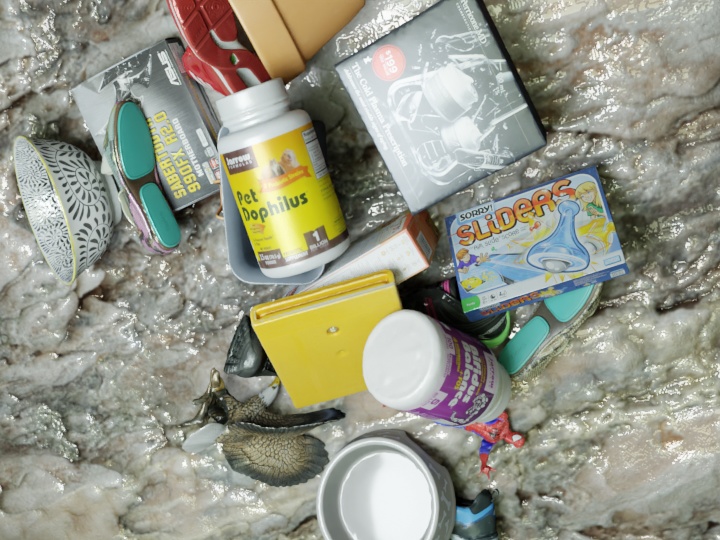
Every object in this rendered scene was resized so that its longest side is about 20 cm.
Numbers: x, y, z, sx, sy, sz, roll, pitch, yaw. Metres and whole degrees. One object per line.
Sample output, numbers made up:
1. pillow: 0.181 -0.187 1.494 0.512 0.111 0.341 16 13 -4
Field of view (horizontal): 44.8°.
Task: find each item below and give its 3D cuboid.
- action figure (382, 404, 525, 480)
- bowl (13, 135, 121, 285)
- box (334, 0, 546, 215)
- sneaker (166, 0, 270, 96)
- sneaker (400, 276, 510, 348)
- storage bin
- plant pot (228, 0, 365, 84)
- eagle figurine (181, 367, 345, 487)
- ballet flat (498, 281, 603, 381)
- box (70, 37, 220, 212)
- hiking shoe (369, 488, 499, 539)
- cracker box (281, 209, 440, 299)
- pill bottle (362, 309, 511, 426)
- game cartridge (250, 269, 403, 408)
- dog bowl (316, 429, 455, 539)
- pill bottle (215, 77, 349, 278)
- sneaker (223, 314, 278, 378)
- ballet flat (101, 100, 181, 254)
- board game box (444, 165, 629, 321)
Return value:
1. action figure: 0.126 0.204 1.165 0.197 0.099 0.066 20 112 3
2. bowl: -0.379 -0.092 1.165 0.200 0.093 0.203 37 138 42
3. box: 0.098 -0.203 1.038 0.180 0.104 0.202 -27 100 17
4. sneaker: -0.199 -0.278 1.053 0.114 0.079 0.201 18 150 39
5. sneaker: 0.097 0.042 1.129 0.196 0.077 0.085 7 117 -1
6. storage bin: -0.102 -0.099 1.098 0.143 0.134 0.204 1 106 12
7. plant pot: -0.085 -0.333 1.004 0.139 0.200 0.202 -29 99 1
8. eagle figurine: -0.133 0.216 1.209 0.198 0.152 0.152 30 91 7
9. ballet flat: 0.252 0.062 1.108 0.075 0.068 0.201 12 122 -39
10. box: -0.268 -0.180 1.155 0.156 0.048 0.203 -20 101 17
11. hiking shoe: 0.097 0.346 1.235 0.196 0.074 0.088 -1 88 10
12. cracker box: 0.000 0.000 1.106 0.198 0.134 0.058 -30 100 20
13. pill bottle: 0.100 0.125 1.051 0.111 0.199 0.114 -15 64 35
14. game cartridge: -0.025 0.089 1.076 0.173 0.033 0.201 -15 142 2
15. dog bowl: 0.029 0.318 1.192 0.197 0.059 0.204 -4 79 18
16. pill bottle: -0.090 -0.102 0.965 0.108 0.109 0.203 -15 103 16
17. sneaker: -0.127 0.105 1.145 0.090 0.200 0.077 24 92 -6
18. ballet flat: -0.292 -0.114 1.127 0.070 0.069 0.203 -8 107 35
19. board game box: 0.209 -0.032 1.062 0.197 0.034 0.137 -19 60 17
